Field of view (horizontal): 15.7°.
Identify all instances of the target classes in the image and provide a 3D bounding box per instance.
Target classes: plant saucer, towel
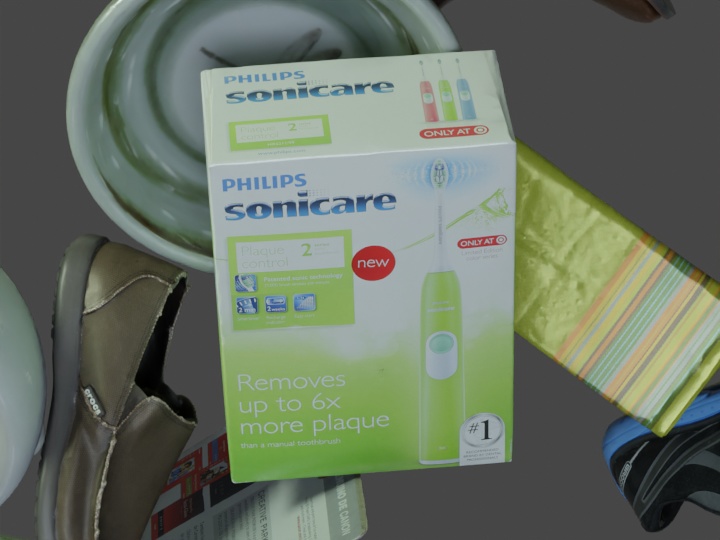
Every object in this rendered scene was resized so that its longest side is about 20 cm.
[{"bbox_3d":[-0.046,-0.088,1.299,0.199,0.050,0.201,-3,128,-4],"label":"plant saucer"},{"bbox_3d":[0.107,-0.003,1.395,0.200,0.018,0.086,36,102,1],"label":"towel"}]

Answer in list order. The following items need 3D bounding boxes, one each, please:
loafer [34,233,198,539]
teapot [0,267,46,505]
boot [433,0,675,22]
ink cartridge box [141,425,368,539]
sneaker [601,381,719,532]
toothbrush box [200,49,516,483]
[{"bbox_3d":[-0.120,0.083,1.325,0.071,0.073,0.201,3,94,11],"label":"loafer"},{"bbox_3d":[-0.250,0.034,1.340,0.197,0.146,0.200,13,128,-7],"label":"teapot"},{"bbox_3d":[0.035,-0.124,1.345,0.186,0.064,0.200,35,110,-19],"label":"boot"},{"bbox_3d":[-0.054,0.161,1.382,0.175,0.200,0.084,-32,113,11],"label":"ink cartridge box"},{"bbox_3d":[0.224,0.094,1.410,0.199,0.071,0.083,-21,86,36],"label":"sneaker"},{"bbox_3d":[0.000,0.000,1.287,0.145,0.086,0.200,-4,127,-4],"label":"toothbrush box"}]
